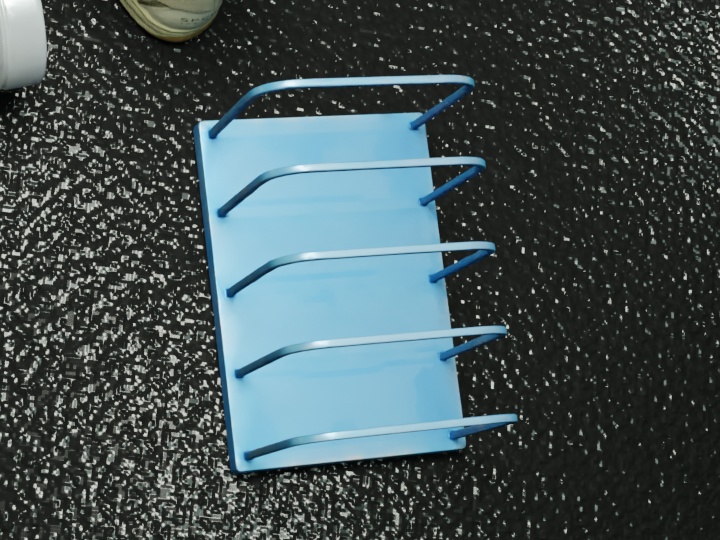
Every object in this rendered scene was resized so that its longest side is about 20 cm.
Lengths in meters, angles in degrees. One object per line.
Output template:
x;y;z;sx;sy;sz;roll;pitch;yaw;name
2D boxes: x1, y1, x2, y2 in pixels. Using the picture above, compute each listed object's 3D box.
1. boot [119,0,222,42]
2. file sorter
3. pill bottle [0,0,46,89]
-0.131;-0.227;1.038;0.073;0.155;0.200;-38;93;-21;boot
0.000;0.000;1.058;0.139;0.123;0.200;-4;81;-20;file sorter
-0.269;-0.119;0.993;0.200;0.112;0.112;-12;84;-20;pill bottle
